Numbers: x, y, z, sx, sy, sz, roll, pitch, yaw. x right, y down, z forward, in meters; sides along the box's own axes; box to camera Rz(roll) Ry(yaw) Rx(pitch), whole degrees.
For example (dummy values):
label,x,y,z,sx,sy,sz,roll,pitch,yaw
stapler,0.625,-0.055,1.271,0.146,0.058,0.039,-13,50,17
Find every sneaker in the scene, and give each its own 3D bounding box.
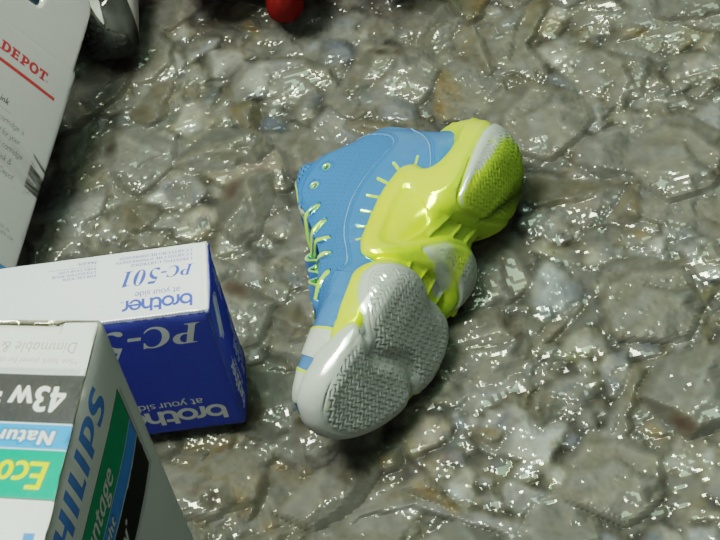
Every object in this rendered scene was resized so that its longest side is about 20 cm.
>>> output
label,x,y,z,sx,sy,sz,roll,pitch,yaw
sneaker,0.000,0.000,1.049,0.104,0.076,0.200,11,48,33
sneaker,-0.138,-0.209,1.226,0.079,0.074,0.201,-4,57,-7

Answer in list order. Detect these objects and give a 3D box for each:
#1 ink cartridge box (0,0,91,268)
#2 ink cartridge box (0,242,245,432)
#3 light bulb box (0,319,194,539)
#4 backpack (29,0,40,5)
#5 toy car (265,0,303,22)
label,x,y,z,sx,sy,sz,roll,pitch,yaw
ink cartridge box,-0.221,-0.076,1.080,0.066,0.116,0.201,-4,61,37
ink cartridge box,-0.161,0.043,1.013,0.198,0.094,0.044,-8,52,5
light bulb box,-0.189,0.124,0.899,0.197,0.201,0.125,1,53,11
backpack,-0.265,-0.193,1.145,0.198,0.183,0.135,-6,51,-16
toy car,-0.056,-0.220,1.171,0.199,0.175,0.151,21,100,-8
